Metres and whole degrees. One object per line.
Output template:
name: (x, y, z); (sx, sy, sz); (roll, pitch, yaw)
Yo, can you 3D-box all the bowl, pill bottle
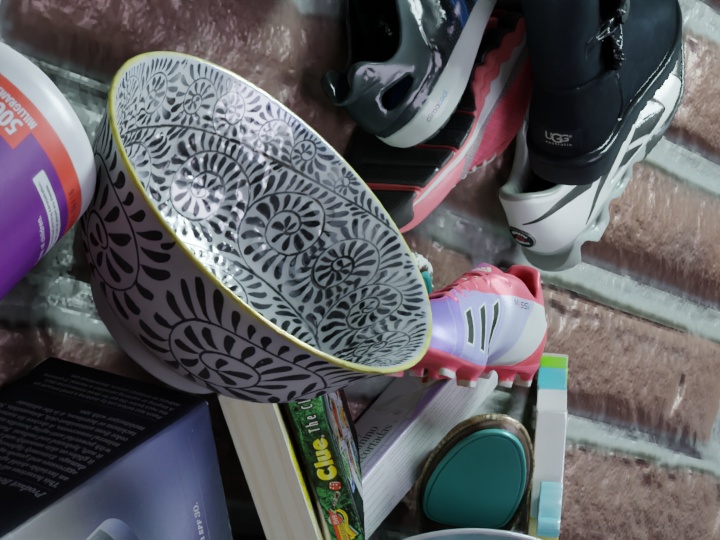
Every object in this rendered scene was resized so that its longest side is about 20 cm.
bowl: (-0.069, -0.002, 1.062); (0.094, 0.201, 0.201); (-44, 152, 25)
pill bottle: (-0.213, -0.009, 0.948); (0.200, 0.112, 0.113); (-51, 135, -33)

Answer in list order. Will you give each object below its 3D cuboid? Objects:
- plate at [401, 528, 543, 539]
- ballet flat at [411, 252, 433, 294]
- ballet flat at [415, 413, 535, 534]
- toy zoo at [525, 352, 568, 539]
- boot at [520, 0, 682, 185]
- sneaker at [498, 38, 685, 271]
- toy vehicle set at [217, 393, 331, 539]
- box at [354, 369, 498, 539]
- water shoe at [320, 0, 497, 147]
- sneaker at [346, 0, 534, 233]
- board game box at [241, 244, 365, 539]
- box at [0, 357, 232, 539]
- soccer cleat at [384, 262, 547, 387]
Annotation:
plate: (0.058, 0.225, 1.340); (0.026, 0.200, 0.200); (-100, 170, -53)
ballet flat: (0.000, 0.000, 1.247); (0.200, 0.072, 0.072); (64, 44, -77)
ballet flat: (0.067, 0.147, 1.370); (0.065, 0.070, 0.200); (-79, -178, -50)
toy zoo: (0.120, 0.138, 1.411); (0.200, 0.020, 0.131); (-63, 157, -78)
boot: (0.146, -0.173, 1.314); (0.168, 0.076, 0.200); (84, 25, -44)
sneaker: (0.151, -0.104, 1.431); (0.089, 0.074, 0.200); (49, 60, -49)
toy vehicle set: (-0.043, 0.115, 1.201); (0.124, 0.026, 0.200); (-106, 179, -62)
box: (0.035, 0.091, 1.360); (0.200, 0.039, 0.041); (-47, 132, -35)
water shoe: (0.036, -0.172, 1.264); (0.079, 0.071, 0.200); (29, 64, -32)
sneaker: (0.064, -0.085, 1.324); (0.200, 0.074, 0.087); (-57, 139, -26)
board game box: (-0.031, 0.049, 1.230); (0.105, 0.023, 0.200); (-90, 166, -58)
box: (-0.162, 0.181, 1.059); (0.198, 0.123, 0.200); (-33, 124, -42)
soccer cleat: (0.061, 0.028, 1.280); (0.200, 0.067, 0.077); (10, 87, -66)
